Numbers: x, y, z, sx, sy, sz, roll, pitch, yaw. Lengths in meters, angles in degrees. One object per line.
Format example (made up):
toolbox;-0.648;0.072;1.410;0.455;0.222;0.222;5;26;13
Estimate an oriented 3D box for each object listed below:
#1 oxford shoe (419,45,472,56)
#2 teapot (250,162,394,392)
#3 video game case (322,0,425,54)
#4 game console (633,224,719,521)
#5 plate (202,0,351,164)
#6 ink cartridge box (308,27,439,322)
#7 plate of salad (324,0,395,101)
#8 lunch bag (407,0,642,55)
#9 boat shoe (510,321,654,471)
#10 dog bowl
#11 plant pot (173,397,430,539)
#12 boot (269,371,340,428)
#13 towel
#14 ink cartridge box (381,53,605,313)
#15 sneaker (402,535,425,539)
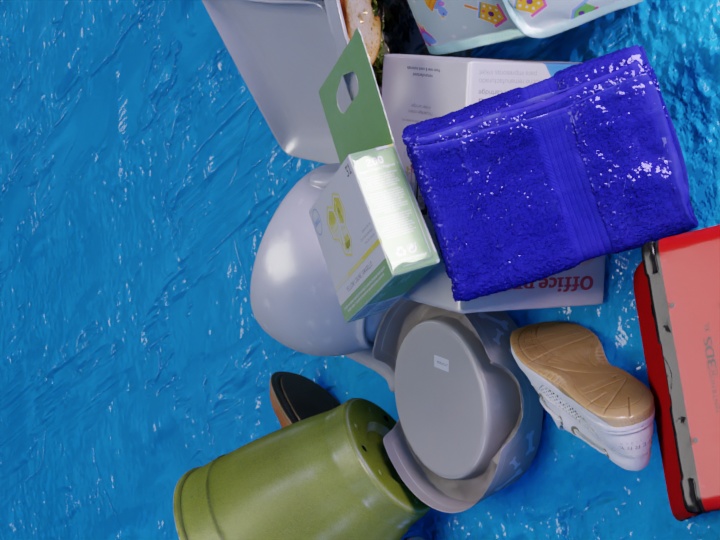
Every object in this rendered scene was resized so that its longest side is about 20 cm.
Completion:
oxford shoe;0.081;-0.219;1.636;0.075;0.058;0.200;42;148;19
teapot;0.000;0.000;1.698;0.146;0.200;0.198;24;92;22
video game case;-0.009;-0.269;1.662;0.200;0.022;0.182;57;155;11
game console;0.273;0.075;1.329;0.172;0.119;0.201;-14;78;29
plate;-0.048;-0.184;1.718;0.200;0.032;0.200;15;141;50
ink cartridge box;-0.006;-0.073;1.450;0.146;0.048;0.200;133;119;-68
plate of salad;0.006;-0.207;1.550;0.200;0.048;0.201;-14;-90;-83
lunch bag;0.119;-0.271;1.406;0.200;0.122;0.171;-1;121;44
boat shoe;0.176;0.102;1.455;0.200;0.071;0.069;-128;25;-63
dog bowl;0.088;0.112;1.613;0.200;0.059;0.201;18;112;54
plant pot;-0.040;0.225;1.727;0.193;0.200;0.201;-36;54;20
boot;-0.065;0.219;1.899;0.200;0.074;0.155;58;134;38
towel;0.143;-0.071;1.362;0.050;0.200;0.148;-43;-66;-80
ink cartridge box;0.109;-0.074;1.489;0.145;0.147;0.201;16;106;60
sneaker;0.082;0.318;1.666;0.200;0.072;0.072;-112;4;-54
